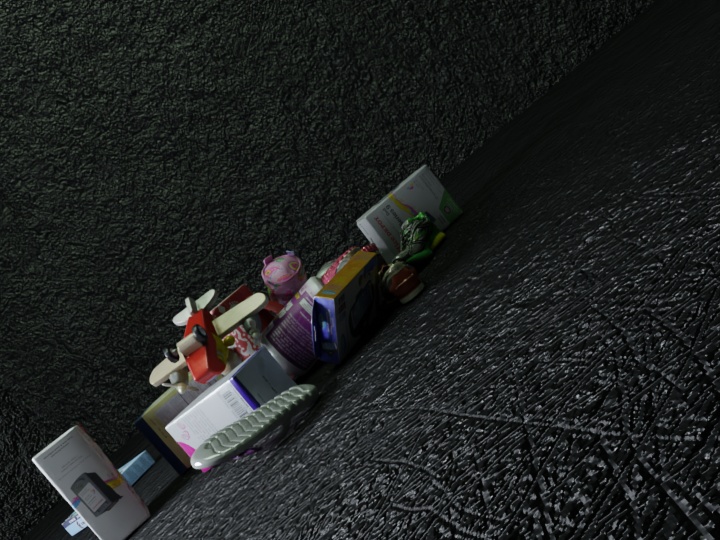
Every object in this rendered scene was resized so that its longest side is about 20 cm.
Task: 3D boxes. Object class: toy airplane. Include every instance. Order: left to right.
[{"bbox_3d":[-0.267,0.128,1.132,0.199,0.141,0.199,-13,35,44],"label":"toy airplane"}]

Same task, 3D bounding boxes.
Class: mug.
[{"bbox_3d":[-0.194,0.124,1.277,0.177,0.200,0.133,-40,4,2],"label":"mug"}]

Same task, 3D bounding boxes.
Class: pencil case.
[{"bbox_3d":[-0.143,0.057,1.306,0.087,0.087,0.201,-42,-38,-28],"label":"pencil case"}]

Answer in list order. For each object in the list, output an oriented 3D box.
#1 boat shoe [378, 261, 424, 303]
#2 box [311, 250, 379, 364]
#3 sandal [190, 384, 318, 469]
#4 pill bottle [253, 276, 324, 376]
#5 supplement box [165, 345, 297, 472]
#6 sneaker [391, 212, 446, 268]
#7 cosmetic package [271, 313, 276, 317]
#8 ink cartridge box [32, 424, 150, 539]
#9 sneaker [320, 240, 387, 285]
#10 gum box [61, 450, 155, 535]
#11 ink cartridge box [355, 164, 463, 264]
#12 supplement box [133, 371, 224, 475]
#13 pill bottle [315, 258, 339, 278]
[{"bbox_3d":[0.062,0.016,1.115,0.071,0.063,0.200,-42,4,-3],"label":"boat shoe"},{"bbox_3d":[-0.022,0.062,1.048,0.041,0.120,0.200,6,28,21],"label":"box"},{"bbox_3d":[-0.131,0.220,0.864,0.202,0.050,0.082,-28,12,-34],"label":"sandal"},{"bbox_3d":[-0.110,0.118,1.155,0.200,0.112,0.112,-49,4,3],"label":"pill bottle"},{"bbox_3d":[-0.205,0.226,1.030,0.200,0.101,0.103,-37,5,31],"label":"supplement box"},{"bbox_3d":[0.102,-0.052,1.289,0.078,0.085,0.200,-37,7,33],"label":"sneaker"},{"bbox_3d":[-0.211,0.157,1.445,0.102,0.074,0.200,-40,-22,0],"label":"cosmetic package"},{"bbox_3d":[-0.462,0.370,1.105,0.086,0.200,0.148,-41,5,-24],"label":"ink cartridge box"},{"bbox_3d":[0.000,0.000,1.182,0.081,0.075,0.200,-43,-11,28],"label":"sneaker"},{"bbox_3d":[-0.638,0.564,1.624,0.170,0.045,0.200,-37,5,35],"label":"gum box"},{"bbox_3d":[0.112,-0.121,1.466,0.200,0.146,0.087,-40,6,-12],"label":"ink cartridge box"},{"bbox_3d":[-0.321,0.272,1.291,0.200,0.134,0.200,-41,5,-10],"label":"supplement box"},{"bbox_3d":[-0.042,0.043,1.325,0.119,0.120,0.200,-40,5,4],"label":"pill bottle"}]
